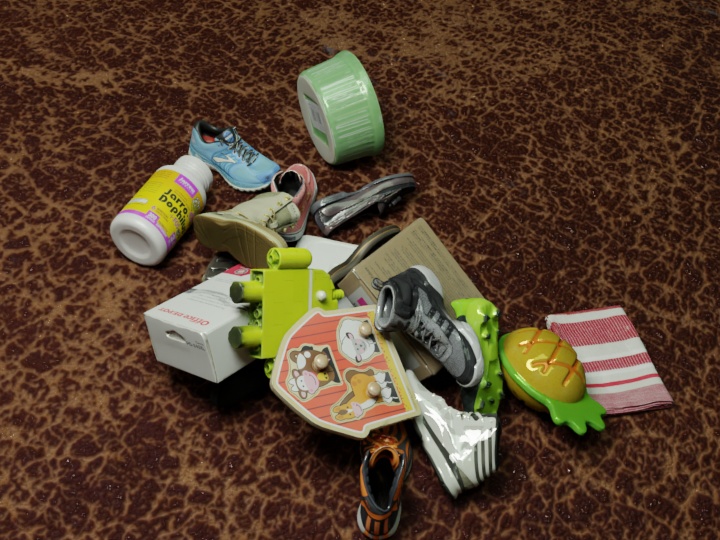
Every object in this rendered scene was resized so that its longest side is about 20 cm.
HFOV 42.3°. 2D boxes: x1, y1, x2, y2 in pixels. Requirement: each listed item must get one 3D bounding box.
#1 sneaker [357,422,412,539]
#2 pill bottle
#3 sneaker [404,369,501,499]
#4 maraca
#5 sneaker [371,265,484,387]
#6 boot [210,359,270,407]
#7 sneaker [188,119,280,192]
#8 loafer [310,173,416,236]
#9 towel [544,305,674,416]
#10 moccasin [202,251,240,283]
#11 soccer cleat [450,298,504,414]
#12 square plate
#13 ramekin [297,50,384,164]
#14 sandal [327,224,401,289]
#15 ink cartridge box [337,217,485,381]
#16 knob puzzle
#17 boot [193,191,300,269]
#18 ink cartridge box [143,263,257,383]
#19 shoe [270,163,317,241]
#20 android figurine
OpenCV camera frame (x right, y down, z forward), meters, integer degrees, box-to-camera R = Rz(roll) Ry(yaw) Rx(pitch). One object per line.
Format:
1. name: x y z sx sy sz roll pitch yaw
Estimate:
1. sneaker: 0.037 0.254 1.268 0.077 0.113 0.201 4 47 -1
2. pill bottle: -0.331 -0.109 1.583 0.103 0.105 0.201 19 49 13
3. sneaker: 0.133 0.213 1.322 0.115 0.076 0.201 -26 61 -2
4. maraca: 0.281 0.163 1.371 0.136 0.107 0.200 -5 44 -37
5. sneaker: 0.087 0.085 1.313 0.113 0.076 0.201 -8 58 -40
6. boot: -0.101 0.162 1.372 0.162 0.074 0.198 28 46 23
7. sneaker: -0.234 -0.213 1.696 0.199 0.090 0.079 25 50 17
8. loafer: 0.012 -0.113 1.649 0.198 0.072 0.063 -19 70 -12
9. towel: 0.387 0.138 1.464 0.143 0.023 0.201 -6 48 -11
10. moccasin: -0.215 -0.003 1.522 0.073 0.078 0.202 18 43 -8
11. soccer cleat: 0.166 0.138 1.363 0.067 0.202 0.081 -7 11 -43
12. square plate: -0.031 0.021 1.537 0.196 0.029 0.201 12 47 6
13. ramekin: -0.041 -0.294 1.718 0.097 0.201 0.201 -22 52 -13
14. sandal: 0.000 0.000 1.490 0.055 0.082 0.200 43 55 11
15. ink cartridge box: 0.088 0.046 1.437 0.164 0.075 0.201 -36 88 -31
16. knob puzzle: -0.029 0.135 1.268 0.218 0.030 0.221 12 56 -18
17. boot: -0.148 -0.069 1.470 0.199 0.073 0.154 18 32 40
18. ink cartridge box: -0.191 0.071 1.358 0.144 0.084 0.199 12 31 41
19. shoe: -0.116 -0.148 1.638 0.071 0.092 0.201 5 42 2
20. android figurine: -0.099 0.059 1.318 0.199 0.184 0.041 2 1 -45
